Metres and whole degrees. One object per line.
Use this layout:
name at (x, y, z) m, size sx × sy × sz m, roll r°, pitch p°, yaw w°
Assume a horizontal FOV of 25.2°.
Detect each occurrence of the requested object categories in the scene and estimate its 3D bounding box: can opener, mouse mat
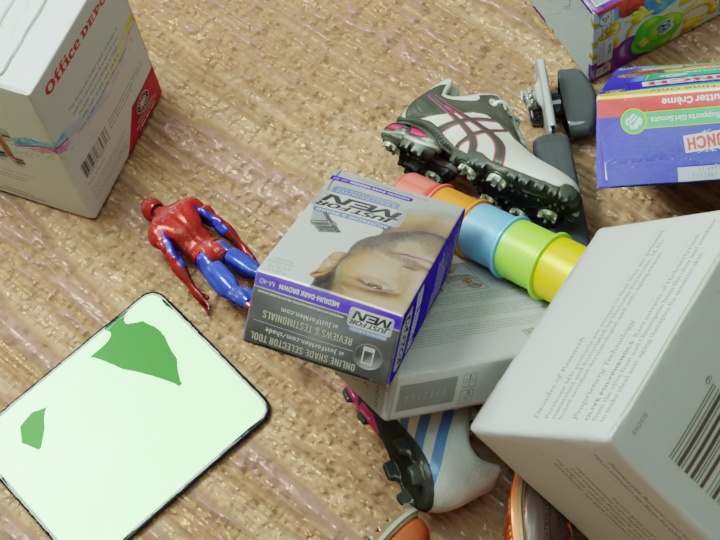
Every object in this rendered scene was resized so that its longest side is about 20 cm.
can opener at (0.171, -0.092, 1.345) m, size 0.066 × 0.053 × 0.200 m, roll -4°, pitch 62°, yaw 3°
mouse mat at (-0.193, 0.125, 1.296) m, size 0.200 × 0.008 × 0.161 m, roll -41°, pitch 65°, yaw -14°

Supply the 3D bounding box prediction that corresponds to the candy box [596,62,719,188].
candy box at (0.274, -0.119, 1.256) m, size 0.169 × 0.200 × 0.077 m, roll -2°, pitch 103°, yaw 13°

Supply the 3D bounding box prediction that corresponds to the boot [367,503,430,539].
boot at (0.019, 0.272, 1.164) m, size 0.107 × 0.075 × 0.200 m, roll 23°, pitch 75°, yaw 14°

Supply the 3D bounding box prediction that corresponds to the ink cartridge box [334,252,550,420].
ink cartridge box at (0.059, 0.039, 1.243) m, size 0.200 × 0.045 × 0.176 m, roll -7°, pitch 31°, yaw -32°

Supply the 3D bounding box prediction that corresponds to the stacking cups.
stacking cups at (0.109, -0.030, 1.282) m, size 0.200 × 0.061 × 0.061 m, roll 32°, pitch 69°, yaw 35°

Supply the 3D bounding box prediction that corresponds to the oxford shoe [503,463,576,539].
oxford shoe at (0.145, 0.173, 1.200) m, size 0.073 × 0.071 × 0.200 m, roll 3°, pitch 62°, yaw 2°

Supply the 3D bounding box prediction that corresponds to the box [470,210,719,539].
box at (0.231, 0.097, 1.129) m, size 0.199 × 0.171 × 0.200 m, roll 42°, pitch 68°, yaw -19°

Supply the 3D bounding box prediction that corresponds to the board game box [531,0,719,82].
board game box at (0.260, -0.270, 1.400) m, size 0.200 × 0.105 × 0.103 m, roll -28°, pitch 64°, yaw -8°

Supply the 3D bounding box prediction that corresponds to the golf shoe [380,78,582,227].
golf shoe at (0.107, -0.102, 1.315) m, size 0.200 × 0.077 × 0.088 m, roll 27°, pitch 74°, yaw 38°

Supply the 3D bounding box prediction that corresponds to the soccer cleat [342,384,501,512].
soccer cleat at (0.042, 0.100, 1.259) m, size 0.086 × 0.070 × 0.200 m, roll -9°, pitch 56°, yaw -25°

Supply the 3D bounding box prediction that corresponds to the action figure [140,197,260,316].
action figure at (-0.116, -0.005, 1.333) m, size 0.065 × 0.052 × 0.200 m, roll -40°, pitch 60°, yaw -20°

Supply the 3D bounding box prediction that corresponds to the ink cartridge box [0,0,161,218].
ink cartridge box at (-0.277, -0.168, 1.349) m, size 0.145 × 0.200 × 0.145 m, roll 18°, pitch 65°, yaw 15°

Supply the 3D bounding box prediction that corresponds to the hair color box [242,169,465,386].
hair color box at (0.000, 0.000, 1.179) m, size 0.109 × 0.065 × 0.200 m, roll 17°, pitch 29°, yaw 8°
